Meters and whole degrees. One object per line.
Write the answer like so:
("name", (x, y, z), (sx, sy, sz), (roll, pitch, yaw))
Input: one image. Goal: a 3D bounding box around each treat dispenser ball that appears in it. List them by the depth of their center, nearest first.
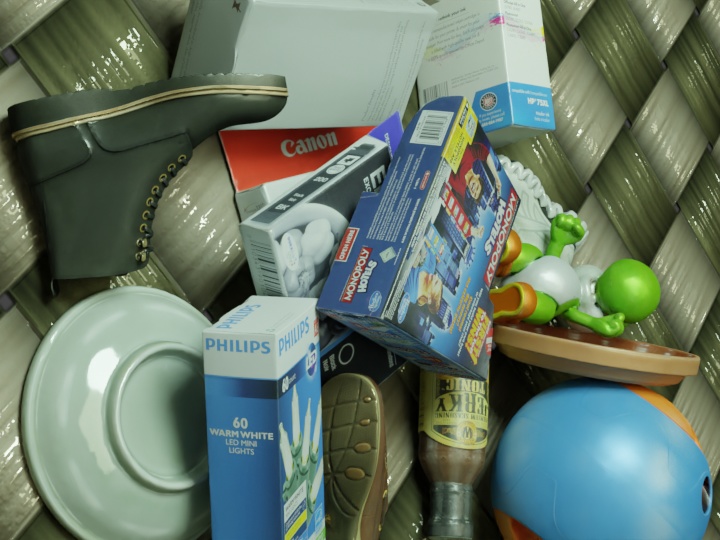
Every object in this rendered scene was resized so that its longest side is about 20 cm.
("treat dispenser ball", (0.218, 0.198, 1.187), (0.200, 0.200, 0.203), (11, 73, -42))

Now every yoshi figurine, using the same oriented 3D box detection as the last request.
("yoshi figurine", (0.208, 0.013, 1.230), (0.199, 0.112, 0.113), (11, 105, -39))

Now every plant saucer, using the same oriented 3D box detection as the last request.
("plant saucer", (-0.149, 0.109, 0.954), (0.199, 0.050, 0.202), (11, 74, -42))
("plant saucer", (0.214, 0.078, 1.217), (0.199, 0.199, 0.033), (9, 92, -43))

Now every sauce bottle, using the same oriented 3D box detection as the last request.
("sauce bottle", (0.084, 0.139, 1.165), (0.064, 0.064, 0.202), (14, 71, -42))

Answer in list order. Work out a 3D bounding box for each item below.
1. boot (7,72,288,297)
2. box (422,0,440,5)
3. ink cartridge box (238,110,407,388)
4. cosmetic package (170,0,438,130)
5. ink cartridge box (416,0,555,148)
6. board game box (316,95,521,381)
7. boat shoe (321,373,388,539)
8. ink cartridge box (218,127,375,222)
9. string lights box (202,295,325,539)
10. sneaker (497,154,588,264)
("boot", (-0.142, -0.066, 0.942), (0.198, 0.077, 0.140), (-10, 94, -2))
("box", (-0.023, -0.293, 1.144), (0.199, 0.077, 0.096), (11, 74, -43))
("ink cartridge box", (0.000, 0.000, 1.069), (0.200, 0.043, 0.199), (-39, 130, -36))
("cosmetic package", (-0.045, -0.180, 1.056), (0.199, 0.081, 0.113), (-4, 125, -41))
("ink cartridge box", (0.111, -0.220, 1.232), (0.067, 0.116, 0.202), (1, 81, -43))
("board game box", (0.062, -0.004, 1.060), (0.200, 0.061, 0.201), (54, 51, -51))
("boat shoe", (-0.013, 0.177, 1.045), (0.067, 0.071, 0.202), (-14, 111, -66))
("ink cartridge box", (-0.025, -0.085, 1.123), (0.199, 0.043, 0.175), (-19, 96, -45))
("string lights box", (-0.069, 0.128, 0.956), (0.103, 0.058, 0.202), (-41, 131, -69))
("sneaker", (0.147, -0.049, 1.268), (0.200, 0.075, 0.082), (34, 68, -34))
